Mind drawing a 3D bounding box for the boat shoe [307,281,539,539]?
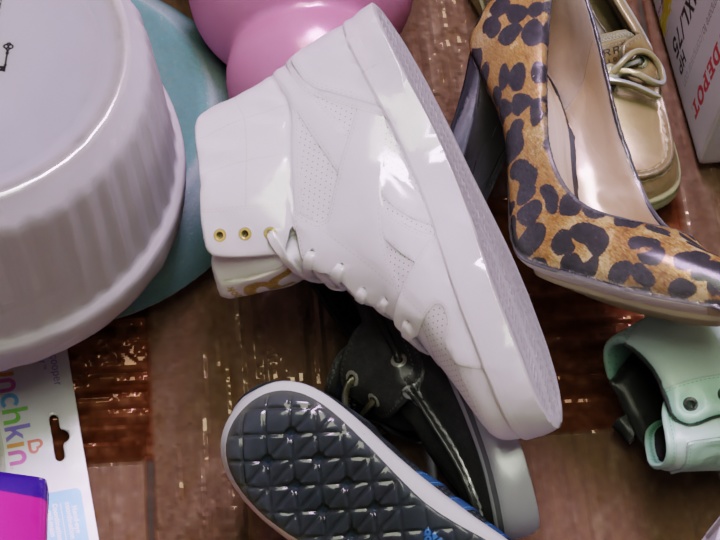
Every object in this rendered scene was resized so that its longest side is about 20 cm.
[{"bbox_3d":[0.013,0.037,0.880,0.066,0.070,0.201,-22,64,-8],"label":"boat shoe"}]

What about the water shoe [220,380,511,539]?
[{"bbox_3d":[0.027,0.118,0.829,0.071,0.079,0.200,-42,92,5],"label":"water shoe"}]

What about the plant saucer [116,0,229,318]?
[{"bbox_3d":[-0.143,-0.068,0.935,0.198,0.036,0.201,2,57,-3],"label":"plant saucer"}]

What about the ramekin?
[{"bbox_3d":[-0.174,-0.064,0.853,0.201,0.094,0.203,2,57,-3],"label":"ramekin"}]

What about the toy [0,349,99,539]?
[{"bbox_3d":[-0.217,0.077,0.846,0.199,0.047,0.116,-9,63,-9],"label":"toy"}]

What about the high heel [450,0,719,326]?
[{"bbox_3d":[0.113,-0.060,0.872,0.199,0.071,0.143,23,92,45],"label":"high heel"}]

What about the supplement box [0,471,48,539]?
[{"bbox_3d":[-0.174,0.178,0.730,0.101,0.104,0.201,10,45,-16],"label":"supplement box"}]

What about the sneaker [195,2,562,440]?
[{"bbox_3d":[0.000,0.000,0.839,0.115,0.074,0.201,-28,66,10],"label":"sneaker"}]

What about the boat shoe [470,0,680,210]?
[{"bbox_3d":[0.100,-0.119,0.975,0.073,0.063,0.202,-13,63,-12],"label":"boat shoe"}]

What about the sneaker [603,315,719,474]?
[{"bbox_3d":[0.189,0.085,0.863,0.118,0.074,0.201,-26,56,-25],"label":"sneaker"}]

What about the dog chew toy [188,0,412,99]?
[{"bbox_3d":[-0.029,-0.143,0.945,0.124,0.125,0.201,-3,65,-7],"label":"dog chew toy"}]

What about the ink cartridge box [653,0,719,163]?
[{"bbox_3d":[0.223,-0.177,0.971,0.145,0.147,0.201,-6,61,-9],"label":"ink cartridge box"}]

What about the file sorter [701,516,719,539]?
[{"bbox_3d":[0.145,0.219,0.751,0.124,0.139,0.201,24,62,5],"label":"file sorter"}]
